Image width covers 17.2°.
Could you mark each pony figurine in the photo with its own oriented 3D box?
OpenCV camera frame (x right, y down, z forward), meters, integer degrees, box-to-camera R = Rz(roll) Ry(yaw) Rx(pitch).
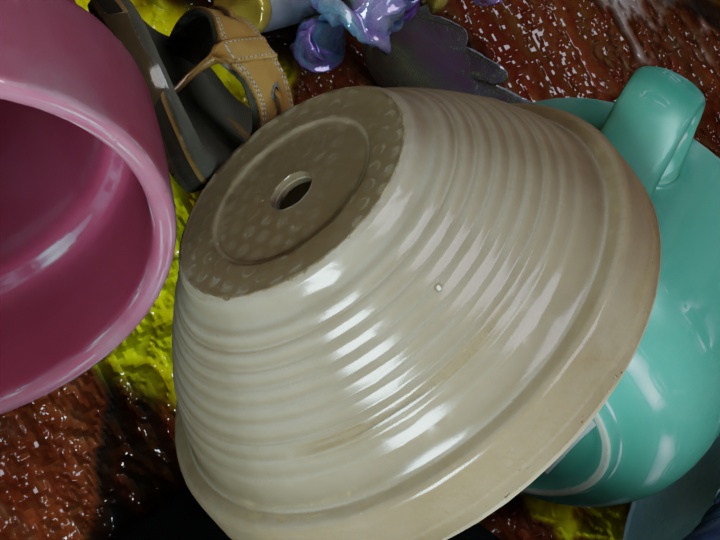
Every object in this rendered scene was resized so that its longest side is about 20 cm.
[{"bbox_3d":[0.013,-0.141,1.012,0.193,0.167,0.200,37,27,14],"label":"pony figurine"}]

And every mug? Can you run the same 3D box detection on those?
[{"bbox_3d":[0.081,0.011,0.977,0.115,0.151,0.186,-54,134,-37],"label":"mug"}]

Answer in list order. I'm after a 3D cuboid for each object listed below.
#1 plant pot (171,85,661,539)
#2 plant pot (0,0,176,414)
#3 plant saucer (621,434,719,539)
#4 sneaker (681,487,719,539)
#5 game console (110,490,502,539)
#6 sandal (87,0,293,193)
[{"bbox_3d":[0.000,0.000,0.856,0.093,0.200,0.201,49,46,-32],"label":"plant pot"},{"bbox_3d":[-0.174,-0.067,0.819,0.199,0.200,0.180,11,48,-33],"label":"plant pot"},{"bbox_3d":[0.181,0.167,1.068,0.200,0.039,0.202,16,61,-31],"label":"plant saucer"},{"bbox_3d":[0.175,0.084,0.994,0.199,0.070,0.109,-18,54,-27],"label":"sneaker"},{"bbox_3d":[0.023,0.147,0.883,0.176,0.200,0.117,-34,130,-22],"label":"game console"},{"bbox_3d":[-0.050,-0.065,0.920,0.082,0.054,0.200,60,8,20],"label":"sandal"}]
